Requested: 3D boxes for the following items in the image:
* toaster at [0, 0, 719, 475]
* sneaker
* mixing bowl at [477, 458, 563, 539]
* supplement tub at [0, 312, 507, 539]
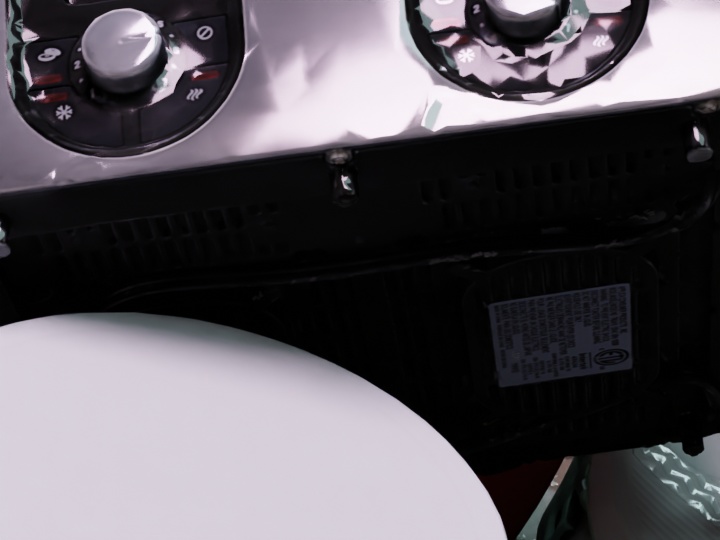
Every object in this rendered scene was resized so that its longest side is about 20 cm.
[{"bbox_3d":[0.003,-0.026,0.614,0.180,0.200,0.119,-7,62,4],"label":"toaster"},{"bbox_3d":[0.088,0.081,0.765,0.073,0.119,0.200,29,22,4],"label":"sneaker"},{"bbox_3d":[0.000,0.000,0.777,0.200,0.108,0.201,31,37,-27],"label":"mixing bowl"},{"bbox_3d":[-0.054,0.125,0.544,0.144,0.201,0.146,12,30,-7],"label":"supplement tub"}]
